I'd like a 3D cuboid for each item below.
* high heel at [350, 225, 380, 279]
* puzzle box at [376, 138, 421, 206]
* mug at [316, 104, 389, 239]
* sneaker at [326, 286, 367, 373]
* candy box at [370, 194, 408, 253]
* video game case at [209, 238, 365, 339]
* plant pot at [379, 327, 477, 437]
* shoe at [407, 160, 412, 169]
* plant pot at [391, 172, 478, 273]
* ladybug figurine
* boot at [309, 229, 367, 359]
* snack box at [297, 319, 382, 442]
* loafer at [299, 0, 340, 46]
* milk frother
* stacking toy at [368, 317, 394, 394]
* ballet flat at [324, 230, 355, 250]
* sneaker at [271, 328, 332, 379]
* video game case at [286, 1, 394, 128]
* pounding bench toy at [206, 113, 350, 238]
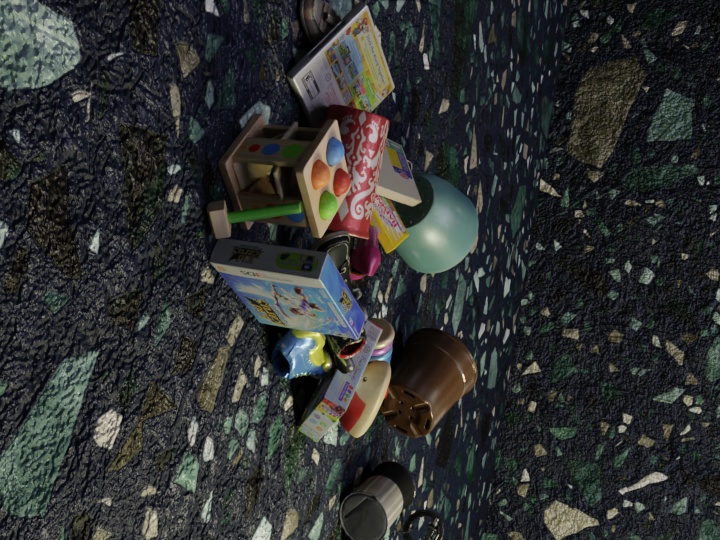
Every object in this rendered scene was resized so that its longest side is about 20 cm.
[{"bbox_3d":[0.000,0.000,1.546,0.200,0.066,0.098,127,-27,-62],"label":"high heel"},{"bbox_3d":[0.043,-0.203,1.591,0.199,0.025,0.135,12,55,-57],"label":"puzzle box"},{"bbox_3d":[-0.034,-0.169,1.366,0.177,0.132,0.204,8,98,-63],"label":"mug"},{"bbox_3d":[-0.025,0.096,1.474,0.075,0.079,0.202,76,3,-47],"label":"sneaker"},{"bbox_3d":[0.023,-0.137,1.555,0.202,0.026,0.102,60,27,-6],"label":"candy box"},{"bbox_3d":[-0.104,0.031,1.220,0.201,0.178,0.046,61,43,-55],"label":"video game case"},{"bbox_3d":[0.147,0.274,1.946,0.198,0.197,0.203,-43,137,-45],"label":"plant pot"},{"bbox_3d":[0.055,-0.227,1.708,0.199,0.052,0.071,-3,99,-68],"label":"shoe"},{"bbox_3d":[0.136,-0.118,1.774,0.161,0.198,0.204,37,62,-53],"label":"plant pot"},{"bbox_3d":[0.002,0.254,1.647,0.137,0.071,0.202,-71,-176,-48],"label":"ladybug figurine"},{"bbox_3d":[-0.031,0.041,1.344,0.204,0.072,0.155,110,-41,-59],"label":"boot"},{"bbox_3d":[-0.037,0.202,1.528,0.143,0.052,0.201,-56,-175,48],"label":"snack box"},{"bbox_3d":[-0.042,-0.397,1.396,0.200,0.062,0.073,53,48,-60],"label":"loafer"},{"bbox_3d":[0.075,0.554,1.822,0.188,0.197,0.184,-22,121,-65],"label":"milk frother"},{"bbox_3d":[0.032,0.202,1.772,0.086,0.084,0.203,-58,154,-46],"label":"stacking toy"},{"bbox_3d":[-0.045,-0.062,1.500,0.072,0.071,0.203,59,42,-57],"label":"ballet flat"},{"bbox_3d":[-0.110,0.151,1.422,0.105,0.076,0.201,-39,150,-20],"label":"sneaker"},{"bbox_3d":[-0.029,-0.325,1.406,0.182,0.023,0.201,-47,147,-12],"label":"video game case"},{"bbox_3d":[-0.113,-0.114,1.185,0.126,0.153,0.201,77,30,-42],"label":"pounding bench toy"}]
